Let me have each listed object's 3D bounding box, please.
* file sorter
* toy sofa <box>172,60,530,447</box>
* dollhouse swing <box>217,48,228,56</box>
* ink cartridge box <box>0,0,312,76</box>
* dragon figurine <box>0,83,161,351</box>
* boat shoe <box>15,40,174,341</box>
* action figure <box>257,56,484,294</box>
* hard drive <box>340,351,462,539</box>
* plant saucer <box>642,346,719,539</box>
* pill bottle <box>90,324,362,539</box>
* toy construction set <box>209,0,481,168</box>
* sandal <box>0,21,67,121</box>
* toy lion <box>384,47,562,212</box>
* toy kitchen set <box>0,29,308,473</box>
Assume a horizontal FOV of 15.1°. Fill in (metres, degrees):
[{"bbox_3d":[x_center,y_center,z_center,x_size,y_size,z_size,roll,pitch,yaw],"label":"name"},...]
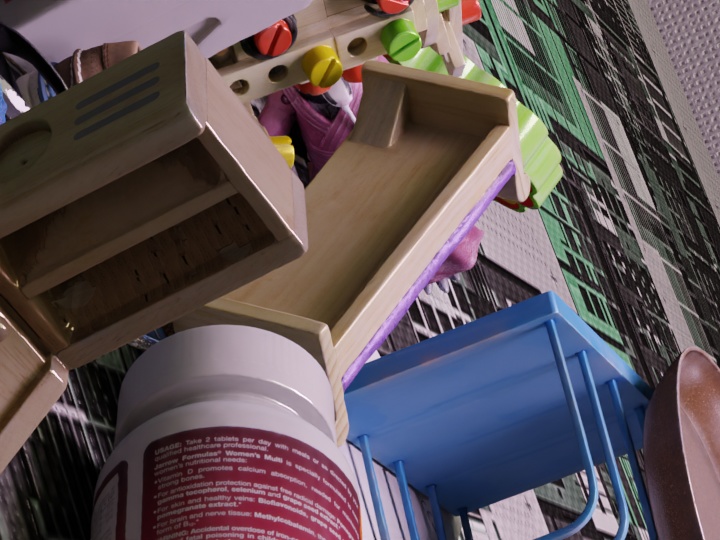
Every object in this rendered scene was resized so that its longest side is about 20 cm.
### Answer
[{"bbox_3d":[0.083,0.120,1.391,0.200,0.138,0.123,40,33,-58],"label":"file sorter"},{"bbox_3d":[0.000,0.000,1.248,0.200,0.082,0.098,-51,144,-41],"label":"toy sofa"},{"bbox_3d":[-0.062,-0.225,1.461,0.201,0.175,0.182,63,15,-3],"label":"dollhouse swing"},{"bbox_3d":[-0.115,-0.196,1.292,0.083,0.145,0.201,40,28,-54],"label":"ink cartridge box"},{"bbox_3d":[-0.150,-0.023,1.069,0.201,0.059,0.100,59,16,-18],"label":"dragon figurine"},{"bbox_3d":[-0.083,-0.016,1.257,0.200,0.072,0.072,58,16,-26],"label":"boat shoe"},{"bbox_3d":[0.004,-0.078,1.497,0.200,0.133,0.150,66,20,-47],"label":"action figure"},{"bbox_3d":[0.005,0.118,1.433,0.132,0.025,0.200,63,15,-10],"label":"hard drive"},{"bbox_3d":[0.188,0.140,1.412,0.200,0.032,0.201,-19,90,-73],"label":"plant saucer"},{"bbox_3d":[-0.052,0.122,1.061,0.110,0.109,0.201,53,23,-37],"label":"pill bottle"},{"bbox_3d":[-0.020,-0.100,1.340,0.092,0.199,0.132,43,-24,42],"label":"toy construction set"},{"bbox_3d":[-0.158,-0.082,1.164,0.201,0.043,0.076,61,16,-15],"label":"sandal"},{"bbox_3d":[0.027,-0.113,1.598,0.191,0.069,0.200,26,-16,44],"label":"toy lion"},{"bbox_3d":[-0.131,0.019,0.844,0.163,0.180,0.201,52,20,-36],"label":"toy kitchen set"}]
